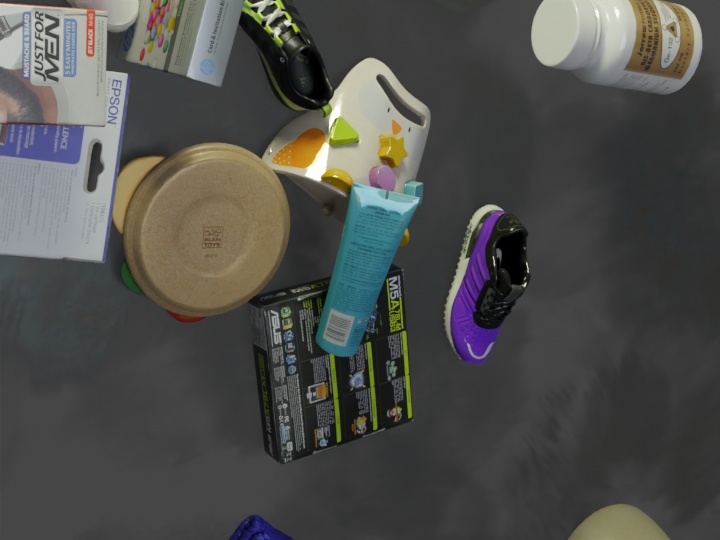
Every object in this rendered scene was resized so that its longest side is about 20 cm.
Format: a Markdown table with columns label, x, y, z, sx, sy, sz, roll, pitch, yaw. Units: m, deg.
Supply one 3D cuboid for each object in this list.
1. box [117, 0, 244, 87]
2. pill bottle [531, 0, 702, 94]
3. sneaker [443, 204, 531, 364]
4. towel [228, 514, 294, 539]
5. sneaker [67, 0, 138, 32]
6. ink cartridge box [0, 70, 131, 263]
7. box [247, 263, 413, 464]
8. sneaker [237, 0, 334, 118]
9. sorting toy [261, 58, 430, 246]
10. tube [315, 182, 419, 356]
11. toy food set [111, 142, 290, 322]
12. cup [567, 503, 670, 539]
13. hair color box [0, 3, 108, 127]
| label | x | y | z | sx | sy | sz | roll | pitch | yaw |
| --- | --- | --- | --- | --- | --- | --- | --- | --- | --- |
| box | -0.168 | -0.267 | 1.233 | 0.041 | 0.200 | 0.158 | 13 | 97 | -30 |
| pill bottle | 0.315 | -0.285 | 1.575 | 0.198 | 0.114 | 0.116 | 2 | 103 | -32 |
| sneaker | 0.164 | 0.026 | 1.579 | 0.069 | 0.099 | 0.203 | 3 | 102 | -29 |
| towel | -0.103 | 0.403 | 1.555 | 0.200 | 0.049 | 0.148 | 42 | 80 | -33 |
| sneaker | -0.260 | -0.322 | 1.222 | 0.077 | 0.099 | 0.202 | -29 | 117 | -21 |
| ink cartridge box | -0.340 | -0.114 | 1.267 | 0.198 | 0.047 | 0.200 | 5 | 99 | -34 |
| box | -0.031 | 0.108 | 1.518 | 0.192 | 0.047 | 0.202 | -16 | 111 | -29 |
| sneaker | -0.079 | -0.255 | 1.361 | 0.072 | 0.083 | 0.201 | -40 | 120 | -16 |
| sorting toy | 0.014 | -0.138 | 1.459 | 0.200 | 0.106 | 0.181 | 38 | 65 | -33 |
| tube | 0.000 | 0.000 | 1.414 | 0.077 | 0.051 | 0.202 | 8 | 118 | -20 |
| toy food set | -0.169 | -0.041 | 1.384 | 0.198 | 0.049 | 0.200 | -18 | 115 | -22 |
| cup | 0.394 | 0.456 | 1.818 | 0.198 | 0.143 | 0.203 | -9 | 109 | -28 |
| hair color box | -0.339 | -0.193 | 1.187 | 0.198 | 0.064 | 0.112 | -3 | 102 | -30 |
